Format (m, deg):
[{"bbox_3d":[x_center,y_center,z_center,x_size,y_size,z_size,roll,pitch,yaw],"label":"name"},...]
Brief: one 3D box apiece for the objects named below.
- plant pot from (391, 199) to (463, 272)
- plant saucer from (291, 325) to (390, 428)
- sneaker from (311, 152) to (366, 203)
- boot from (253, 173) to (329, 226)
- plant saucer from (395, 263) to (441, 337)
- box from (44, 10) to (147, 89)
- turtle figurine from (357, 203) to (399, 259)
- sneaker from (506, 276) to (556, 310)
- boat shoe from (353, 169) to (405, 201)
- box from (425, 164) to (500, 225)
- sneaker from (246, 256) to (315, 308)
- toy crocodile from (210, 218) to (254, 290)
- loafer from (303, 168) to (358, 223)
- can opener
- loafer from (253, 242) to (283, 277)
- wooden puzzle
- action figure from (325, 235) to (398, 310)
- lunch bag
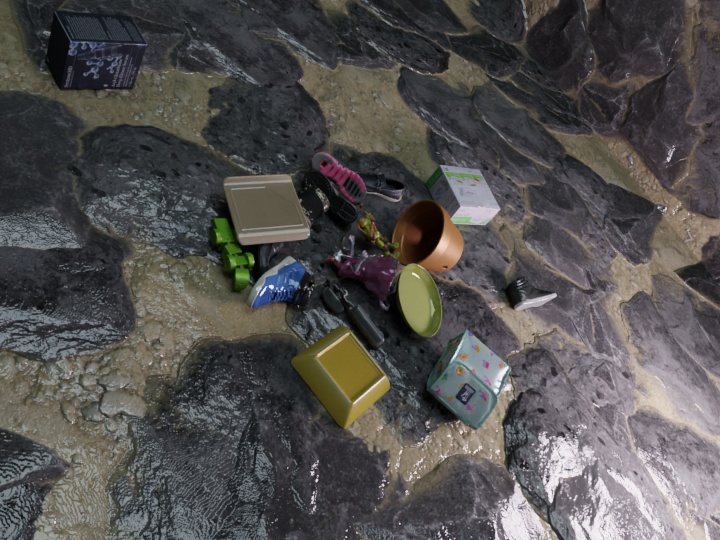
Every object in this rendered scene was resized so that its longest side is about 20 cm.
[{"bbox_3d":[0.205,-0.085,1.850,0.139,0.199,0.203,26,42,-40],"label":"plant pot"},{"bbox_3d":[-0.033,0.234,1.498,0.201,0.049,0.199,50,42,8],"label":"plant saucer"},{"bbox_3d":[-0.063,-0.282,1.891,0.199,0.079,0.096,41,7,-19],"label":"sneaker"},{"bbox_3d":[-0.186,-0.200,1.730,0.203,0.074,0.154,43,37,1],"label":"boot"},{"bbox_3d":[0.154,0.084,1.734,0.198,0.031,0.204,25,56,-44],"label":"plant saucer"},{"bbox_3d":[-0.660,-0.546,1.595,0.198,0.149,0.108,-16,66,-43],"label":"box"},{"bbox_3d":[0.042,-0.093,1.785,0.161,0.064,0.201,44,11,-24],"label":"turtle figurine"},{"bbox_3d":[0.553,0.064,2.062,0.197,0.071,0.101,-7,65,-35],"label":"sneaker"},{"bbox_3d":[0.051,-0.270,1.969,0.197,0.062,0.076,16,49,-24],"label":"boat shoe"},{"bbox_3d":[0.346,-0.253,2.150,0.197,0.097,0.179,-1,58,-38],"label":"box"},{"bbox_3d":[-0.179,0.049,1.518,0.110,0.077,0.200,35,35,7],"label":"sneaker"},{"bbox_3d":[-0.310,-0.044,1.518,0.067,0.062,0.202,-8,57,-40],"label":"toy crocodile"},{"bbox_3d":[-0.085,-0.207,1.822,0.200,0.073,0.071,46,8,6],"label":"loafer"},{"bbox_3d":[-0.018,0.117,1.615,0.066,0.053,0.200,-40,81,-13],"label":"can opener"},{"bbox_3d":[-0.225,-0.064,1.584,0.069,0.069,0.203,14,44,-16],"label":"loafer"},{"bbox_3d":[-0.236,-0.151,1.583,0.182,0.037,0.203,-6,57,-23],"label":"wooden puzzle"},{"bbox_3d":[0.000,0.000,1.703,0.196,0.152,0.134,12,20,-4],"label":"action figure"},{"bbox_3d":[0.272,0.284,1.636,0.170,0.122,0.201,41,50,-4],"label":"lunch bag"}]
